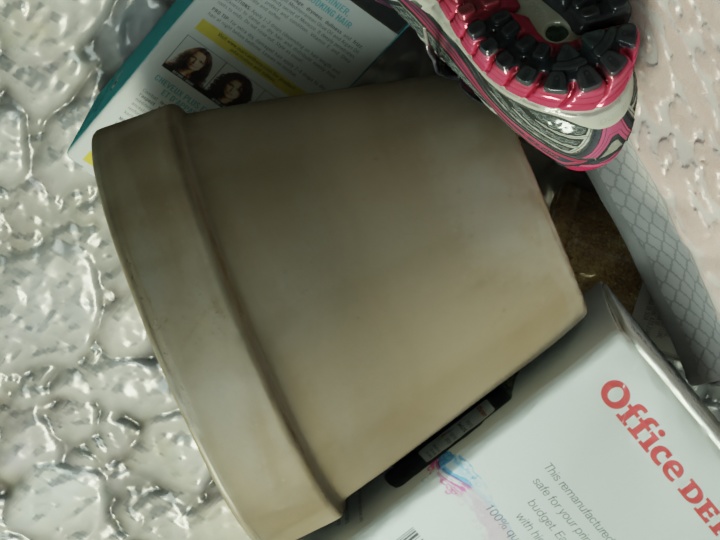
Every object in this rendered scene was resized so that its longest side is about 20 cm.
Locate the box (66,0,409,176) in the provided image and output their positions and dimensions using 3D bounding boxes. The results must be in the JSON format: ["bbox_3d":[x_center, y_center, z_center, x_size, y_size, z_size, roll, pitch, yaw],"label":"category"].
[{"bbox_3d":[-0.050,-0.101,1.276,0.082,0.049,0.200,35,131,-13],"label":"box"}]

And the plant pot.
[{"bbox_3d":[0.000,0.000,1.215,0.173,0.200,0.201,-22,123,3],"label":"plant pot"}]

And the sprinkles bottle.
[{"bbox_3d":[0.179,0.017,1.290,0.199,0.068,0.068,17,132,4],"label":"sprinkles bottle"}]

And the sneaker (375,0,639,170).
[{"bbox_3d":[0.041,-0.118,1.157,0.080,0.200,0.075,-30,147,-11],"label":"sneaker"}]

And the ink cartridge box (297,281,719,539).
[{"bbox_3d":[0.081,0.127,1.248,0.200,0.083,0.146,-38,103,9],"label":"ink cartridge box"}]

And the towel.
[{"bbox_3d":[0.150,-0.035,1.154,0.201,0.032,0.191,64,161,-10],"label":"towel"}]
